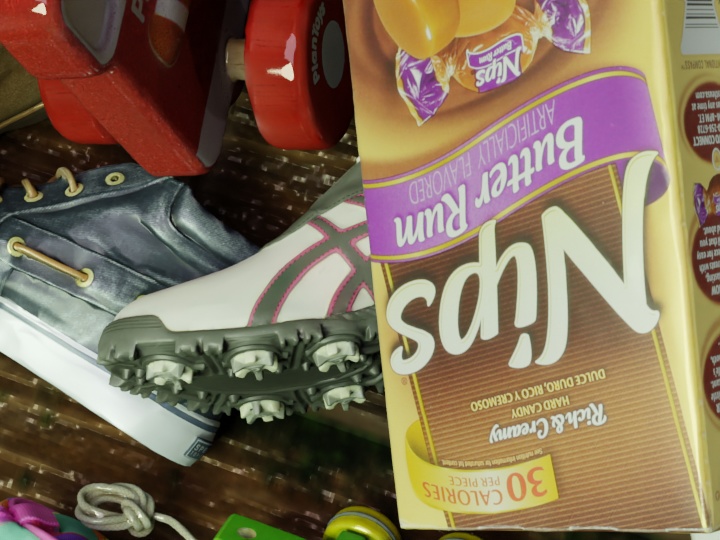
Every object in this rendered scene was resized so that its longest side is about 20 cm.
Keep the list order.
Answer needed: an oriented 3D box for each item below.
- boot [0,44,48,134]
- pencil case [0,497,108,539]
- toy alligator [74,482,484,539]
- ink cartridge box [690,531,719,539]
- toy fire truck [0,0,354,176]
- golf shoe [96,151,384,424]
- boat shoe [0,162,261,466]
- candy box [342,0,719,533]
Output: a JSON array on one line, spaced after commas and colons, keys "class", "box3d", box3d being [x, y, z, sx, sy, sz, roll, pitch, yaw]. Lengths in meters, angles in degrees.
[{"class": "boot", "box3d": [-0.192, -0.065, 0.838, 0.199, 0.075, 0.074, -34, 75, 13]}, {"class": "pencil case", "box3d": [-0.158, 0.180, 0.769, 0.088, 0.088, 0.201, 35, 84, 21]}, {"class": "toy alligator", "box3d": [-0.014, 0.123, 0.759, 0.198, 0.059, 0.055, 11, 126, 20]}, {"class": "ink cartridge box", "box3d": [0.167, -0.003, 0.653, 0.144, 0.083, 0.202, -13, 88, 46]}, {"class": "toy fire truck", "box3d": [-0.068, -0.140, 0.747, 0.111, 0.168, 0.202, 3, 69, 19]}, {"class": "golf shoe", "box3d": [0.000, 0.000, 0.751, 0.198, 0.077, 0.089, -10, 69, -5]}, {"class": "boat shoe", "box3d": [-0.125, -0.014, 0.799, 0.199, 0.071, 0.091, 31, 86, 2]}, {"class": "candy box", "box3d": [0.062, -0.021, 0.649, 0.116, 0.056, 0.202, -5, 94, 36]}]
